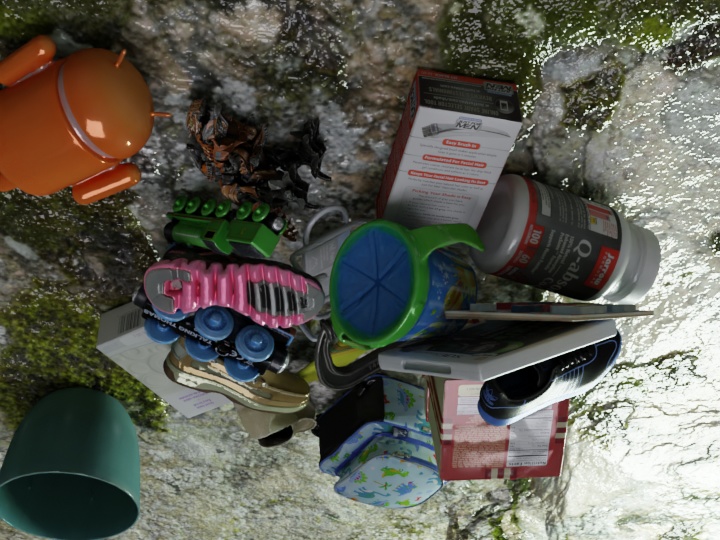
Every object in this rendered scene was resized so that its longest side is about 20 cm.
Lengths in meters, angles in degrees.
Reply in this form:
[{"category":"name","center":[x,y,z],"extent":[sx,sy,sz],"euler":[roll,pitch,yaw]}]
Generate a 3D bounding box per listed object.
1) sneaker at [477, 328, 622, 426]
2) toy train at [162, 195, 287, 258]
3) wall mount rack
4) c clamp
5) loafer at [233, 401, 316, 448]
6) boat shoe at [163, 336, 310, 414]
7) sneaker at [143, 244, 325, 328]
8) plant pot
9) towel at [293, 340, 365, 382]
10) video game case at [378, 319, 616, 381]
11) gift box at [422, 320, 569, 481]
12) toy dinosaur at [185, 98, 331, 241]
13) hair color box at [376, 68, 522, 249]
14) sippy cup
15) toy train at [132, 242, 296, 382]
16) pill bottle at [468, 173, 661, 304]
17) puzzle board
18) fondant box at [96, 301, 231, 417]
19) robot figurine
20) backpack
[{"category":"sneaker","center":[0.224,0.110,1.175],"extent":[0.200,0.070,0.078],"euler":[-29,155,-17]},{"category":"toy train","center":[-0.153,-0.046,1.112],"extent":[0.200,0.056,0.042],"euler":[8,155,49]},{"category":"wall mount rack","center":[0.000,0.000,1.237],"extent":[0.174,0.075,0.200],"euler":[-28,145,-21]},{"category":"c clamp","center":[0.022,0.055,1.235],"extent":[0.200,0.027,0.171],"euler":[-33,136,-13]},{"category":"loafer","center":[-0.118,0.215,1.440],"extent":[0.076,0.068,0.200],"euler":[-17,161,18]},{"category":"boat shoe","center":[-0.144,0.125,1.298],"extent":[0.200,0.072,0.076],"euler":[17,115,-28]},{"category":"sneaker","center":[-0.136,0.007,1.151],"extent":[0.200,0.095,0.079],"euler":[9,116,-1]},{"category":"plant pot","center":[-0.406,0.266,1.454],"extent":[0.200,0.161,0.201],"euler":[-2,139,-1]},{"category":"towel","center":[-0.030,0.109,1.343],"extent":[0.086,0.018,0.200],"euler":[-10,162,-36]},{"category":"video game case","center":[0.150,0.081,1.138],"extent":[0.200,0.023,0.182],"euler":[-14,-173,-33]},{"category":"gift box","center":[0.178,0.138,1.320],"extent":[0.184,0.187,0.200],"euler":[2,117,-6]},{"category":"toy dinosaur","center":[-0.110,-0.110,1.107],"extent":[0.135,0.102,0.200],"euler":[-3,160,24]},{"category":"hair color box","center":[0.090,-0.115,1.108],"extent":[0.111,0.064,0.200],"euler":[8,141,-10]},{"category":"sippy cup","center":[0.057,0.020,1.134],"extent":[0.130,0.140,0.178],"euler":[10,172,-43]},{"category":"toy train","center":[-0.168,0.048,1.219],"extent":[0.200,0.114,0.087],"euler":[26,144,-6]},{"category":"pill bottle","center":[0.235,-0.030,1.173],"extent":[0.200,0.116,0.116],"euler":[15,136,-20]},{"category":"puzzle board","center":[0.208,0.043,1.114],"extent":[0.150,0.017,0.200],"euler":[-1,179,39]},{"category":"fondant box","center":[-0.228,0.107,1.357],"extent":[0.144,0.058,0.200],"euler":[-22,137,20]},{"category":"robot figurine","center":[-0.289,-0.146,1.016],"extent":[0.200,0.144,0.117],"euler":[-21,169,21]},{"category":"backpack","center":[0.056,0.256,1.476],"extent":[0.200,0.147,0.183],"euler":[15,140,-25]}]
